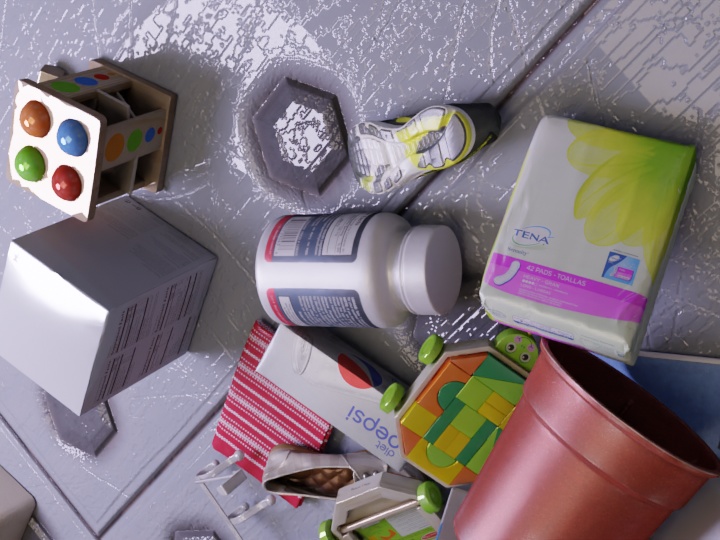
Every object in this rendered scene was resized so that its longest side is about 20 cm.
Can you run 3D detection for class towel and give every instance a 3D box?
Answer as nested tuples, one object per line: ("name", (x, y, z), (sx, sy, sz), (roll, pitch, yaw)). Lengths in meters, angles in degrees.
("towel", (-0.099, 0.175, 1.418), (0.144, 0.022, 0.202), (32, 120, 17))

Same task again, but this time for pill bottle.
("pill bottle", (0.000, 0.000, 1.237), (0.197, 0.119, 0.122), (1, 108, 30))

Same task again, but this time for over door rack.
("over door rack", (-0.121, 0.292, 1.400), (0.149, 0.066, 0.200), (56, 163, -5))

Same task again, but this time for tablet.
("tablet", (0.295, 0.142, 1.176), (0.197, 0.014, 0.132), (4, 109, 29))

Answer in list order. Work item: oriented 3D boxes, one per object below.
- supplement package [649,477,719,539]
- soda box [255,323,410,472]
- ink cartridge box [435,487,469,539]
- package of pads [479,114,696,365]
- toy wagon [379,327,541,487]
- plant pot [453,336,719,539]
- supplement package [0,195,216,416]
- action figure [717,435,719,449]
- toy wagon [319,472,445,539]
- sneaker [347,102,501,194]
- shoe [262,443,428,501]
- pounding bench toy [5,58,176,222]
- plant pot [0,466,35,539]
("supplement package", (0.328, 0.314, 1.068), (0.150, 0.152, 0.200), (43, 89, -1))
("soda box", (-0.014, 0.132, 1.307), (0.199, 0.063, 0.069), (34, 109, 9))
("ink cartridge box", (0.098, 0.343, 1.235), (0.066, 0.116, 0.202), (15, 128, 9))
("package of pads", (0.206, -0.033, 1.078), (0.152, 0.068, 0.203), (17, 77, 24))
("toy wagon", (0.122, 0.130, 1.221), (0.154, 0.040, 0.201), (34, 107, -12))
("plant pot", (0.196, 0.200, 1.094), (0.200, 0.200, 0.197), (37, 103, 14))
("supplement package", (-0.300, 0.036, 1.378), (0.151, 0.199, 0.152), (32, 121, 17))
("action figure", (0.418, 0.119, 1.041), (0.118, 0.102, 0.201), (36, 123, -3))
("toy wagon", (0.055, 0.311, 1.332), (0.154, 0.040, 0.201), (-26, 118, 29))
("sneaker", (0.063, -0.124, 1.185), (0.199, 0.084, 0.076), (-3, 100, 54))
("shoe", (-0.020, 0.244, 1.362), (0.197, 0.053, 0.071), (3, 114, 17))
("pounding bench toy", (-0.343, -0.165, 1.359), (0.198, 0.156, 0.126), (26, 119, 21))
("plant pot", (-0.625, 0.374, 1.710), (0.199, 0.177, 0.201), (38, 122, 13))
